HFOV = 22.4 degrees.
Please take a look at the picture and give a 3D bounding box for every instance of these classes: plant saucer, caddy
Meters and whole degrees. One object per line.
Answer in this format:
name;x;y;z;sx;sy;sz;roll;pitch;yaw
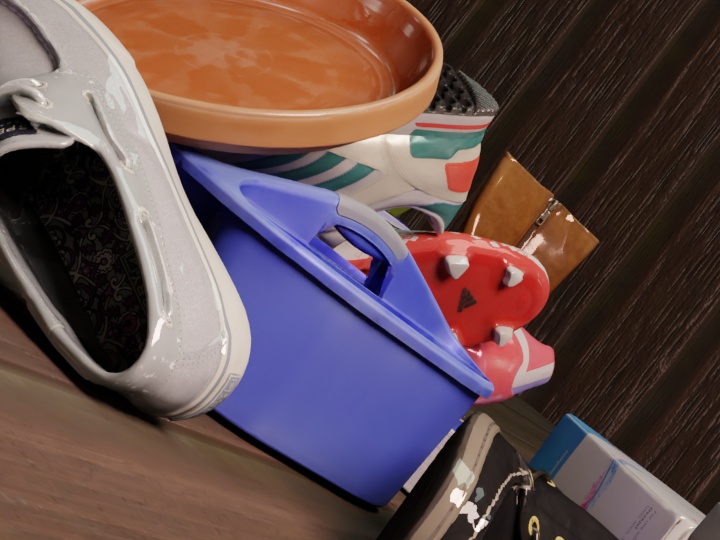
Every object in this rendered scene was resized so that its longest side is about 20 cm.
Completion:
plant saucer;-0.062;-0.103;0.834;0.198;0.033;0.201;9;29;-5
caddy;-0.024;0.016;0.821;0.200;0.105;0.141;36;2;-44

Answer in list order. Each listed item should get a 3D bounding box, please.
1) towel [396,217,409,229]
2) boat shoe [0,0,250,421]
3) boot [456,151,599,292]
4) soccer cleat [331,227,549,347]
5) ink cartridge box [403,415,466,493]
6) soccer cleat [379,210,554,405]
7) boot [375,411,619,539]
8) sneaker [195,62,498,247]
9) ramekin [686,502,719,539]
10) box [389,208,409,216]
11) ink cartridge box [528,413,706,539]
towel;-0.047;-0.037;1.317;0.146;0.050;0.200;-7;18;-13
boat shoe;-0.108;-0.037;0.658;0.202;0.070;0.071;58;13;22
boot;0.060;-0.005;1.392;0.188;0.201;0.068;37;1;-11
soccer cleat;0.000;0.000;0.961;0.198;0.069;0.085;-2;32;-8
ink cartridge box;0.033;0.092;1.010;0.200;0.044;0.094;40;4;34
soccer cleat;0.033;0.010;1.057;0.076;0.067;0.200;0;31;-36
boot;0.083;0.132;0.724;0.150;0.073;0.200;39;-3;10
sneaker;-0.033;-0.053;0.884;0.198;0.094;0.070;1;31;-18
ramekin;0.168;0.181;0.611;0.200;0.105;0.200;38;3;-2
box;-0.039;-0.103;1.155;0.199;0.048;0.122;29;-31;-23
ink cartridge box;0.179;0.181;1.067;0.144;0.085;0.200;37;1;-16
